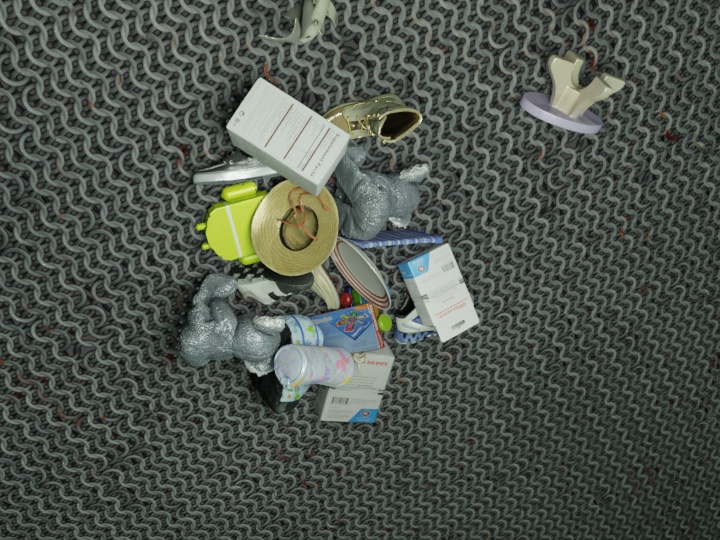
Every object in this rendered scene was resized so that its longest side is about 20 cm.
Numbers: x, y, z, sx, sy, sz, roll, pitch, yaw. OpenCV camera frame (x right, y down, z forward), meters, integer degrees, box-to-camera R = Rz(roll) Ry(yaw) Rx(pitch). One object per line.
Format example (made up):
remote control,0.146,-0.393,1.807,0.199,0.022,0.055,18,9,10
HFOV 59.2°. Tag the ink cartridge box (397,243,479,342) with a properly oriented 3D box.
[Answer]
ink cartridge box,0.181,0.052,1.468,0.116,0.068,0.201,-25,96,-19

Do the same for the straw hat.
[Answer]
straw hat,-0.122,-0.086,1.319,0.200,0.085,0.202,-1,86,13

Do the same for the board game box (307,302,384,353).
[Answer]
board game box,-0.037,0.138,1.432,0.019,0.199,0.103,-19,93,-48

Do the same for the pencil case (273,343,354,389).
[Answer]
pencil case,-0.095,0.205,1.352,0.083,0.091,0.200,-11,167,31

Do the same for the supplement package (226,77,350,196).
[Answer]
supplement package,-0.135,-0.249,1.205,0.200,0.117,0.118,32,83,-3

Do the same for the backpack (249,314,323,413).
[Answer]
backpack,-0.169,0.196,1.450,0.153,0.163,0.201,-11,118,-30

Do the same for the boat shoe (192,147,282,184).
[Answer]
boat shoe,-0.240,-0.215,1.277,0.199,0.070,0.067,-9,92,-2

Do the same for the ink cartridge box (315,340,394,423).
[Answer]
ink cartridge box,-0.017,0.269,1.560,0.145,0.084,0.201,8,112,-19

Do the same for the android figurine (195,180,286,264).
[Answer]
android figurine,-0.245,-0.095,1.344,0.199,0.041,0.183,-18,120,-10

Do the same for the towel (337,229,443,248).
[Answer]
towel,0.060,-0.065,1.368,0.199,0.145,0.024,-6,102,-27

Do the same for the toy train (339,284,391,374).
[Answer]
toy train,0.026,0.131,1.439,0.084,0.115,0.201,-1,80,-40

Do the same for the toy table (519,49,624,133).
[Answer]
toy table,0.452,-0.375,1.340,0.199,0.184,0.117,1,132,-29

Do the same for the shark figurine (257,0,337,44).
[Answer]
shark figurine,-0.111,-0.466,1.171,0.089,0.215,0.128,10,153,20

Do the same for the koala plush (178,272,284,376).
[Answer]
koala plush,-0.261,0.135,1.327,0.199,0.184,0.178,18,122,-3

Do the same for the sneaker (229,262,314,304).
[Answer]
sneaker,-0.182,0.033,1.376,0.199,0.074,0.089,4,129,27

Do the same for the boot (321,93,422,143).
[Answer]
boot,0.011,-0.289,1.257,0.199,0.155,0.072,-20,119,-6

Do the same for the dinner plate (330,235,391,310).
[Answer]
dinner plate,0.000,0.000,1.327,0.024,0.200,0.201,-39,121,-16

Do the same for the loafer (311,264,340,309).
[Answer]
loafer,-0.109,0.009,1.419,0.068,0.076,0.201,-28,110,0

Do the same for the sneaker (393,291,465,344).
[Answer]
sneaker,0.168,0.097,1.532,0.198,0.081,0.116,-18,121,-5

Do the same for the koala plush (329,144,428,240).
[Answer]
koala plush,0.047,-0.154,1.338,0.199,0.184,0.178,-8,131,-34
